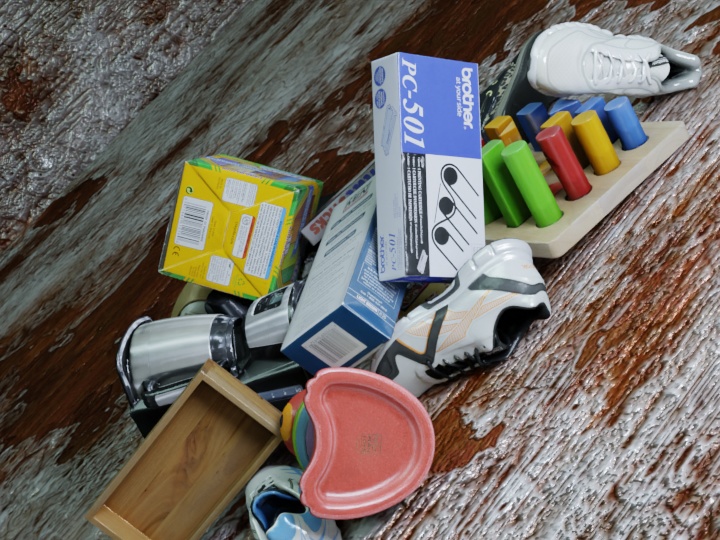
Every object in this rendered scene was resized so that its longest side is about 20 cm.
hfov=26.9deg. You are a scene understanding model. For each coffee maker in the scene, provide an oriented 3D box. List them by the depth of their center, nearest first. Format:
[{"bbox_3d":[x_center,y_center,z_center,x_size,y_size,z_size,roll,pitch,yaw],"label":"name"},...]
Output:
[{"bbox_3d":[-0.112,0.114,1.494,0.199,0.192,0.135,-12,44,18],"label":"coffee maker"}]

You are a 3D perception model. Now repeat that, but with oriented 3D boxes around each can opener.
[{"bbox_3d":[-0.128,0.038,1.620,0.063,0.079,0.200,-35,11,-8],"label":"can opener"}]

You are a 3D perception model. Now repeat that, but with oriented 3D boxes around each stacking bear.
[{"bbox_3d":[-0.015,0.141,1.306,0.200,0.113,0.122,177,96,-76],"label":"stacking bear"}]

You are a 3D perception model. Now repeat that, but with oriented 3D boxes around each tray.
[{"bbox_3d":[-0.163,0.187,1.417,0.200,0.099,0.037,-51,6,20],"label":"tray"}]

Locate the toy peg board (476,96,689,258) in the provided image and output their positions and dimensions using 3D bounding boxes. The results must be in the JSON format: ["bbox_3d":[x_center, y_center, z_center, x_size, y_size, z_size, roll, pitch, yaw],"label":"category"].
[{"bbox_3d":[0.170,-0.113,1.447,0.199,0.098,0.200,-41,24,-24],"label":"toy peg board"}]

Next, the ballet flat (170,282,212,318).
[{"bbox_3d":[-0.204,0.082,1.812,0.200,0.068,0.063,-59,20,29],"label":"ballet flat"}]

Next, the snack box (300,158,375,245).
[{"bbox_3d":[0.020,-0.102,1.530,0.200,0.024,0.072,-41,5,30],"label":"snack box"}]

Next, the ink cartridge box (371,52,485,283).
[{"bbox_3d":[0.062,-0.090,1.360,0.044,0.094,0.201,-11,79,55],"label":"ink cartridge box"}]

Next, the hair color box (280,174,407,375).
[{"bbox_3d":[0.000,0.000,1.409,0.100,0.060,0.200,-37,24,41],"label":"hair color box"}]

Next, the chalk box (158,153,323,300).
[{"bbox_3d":[-0.118,-0.049,1.594,0.200,0.123,0.125,-37,-39,-79],"label":"chalk box"}]

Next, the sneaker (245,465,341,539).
[{"bbox_3d":[-0.069,0.206,1.320,0.072,0.073,0.200,-44,18,-4],"label":"sneaker"}]

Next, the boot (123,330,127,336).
[{"bbox_3d":[-0.207,0.111,1.675,0.071,0.144,0.201,-37,19,8],"label":"boot"}]

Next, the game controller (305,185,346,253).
[{"bbox_3d":[-0.083,-0.042,1.725,0.200,0.042,0.104,-18,18,39],"label":"game controller"}]

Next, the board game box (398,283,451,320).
[{"bbox_3d":[0.096,0.006,1.493,0.135,0.035,0.200,-37,20,11],"label":"board game box"}]

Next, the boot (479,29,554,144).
[{"bbox_3d":[0.155,-0.190,1.749,0.154,0.074,0.204,-26,24,42],"label":"boot"}]

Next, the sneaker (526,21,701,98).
[{"bbox_3d":[0.251,-0.203,1.478,0.199,0.075,0.081,-5,15,-34],"label":"sneaker"}]

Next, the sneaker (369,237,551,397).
[{"bbox_3d":[0.086,0.061,1.338,0.200,0.074,0.080,-46,51,23],"label":"sneaker"}]

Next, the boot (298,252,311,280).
[{"bbox_3d":[-0.069,0.041,1.681,0.200,0.072,0.155,-42,21,0],"label":"boot"}]

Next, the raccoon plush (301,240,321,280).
[{"bbox_3d":[0.043,-0.037,1.604,0.134,0.097,0.200,-18,29,40],"label":"raccoon plush"}]
